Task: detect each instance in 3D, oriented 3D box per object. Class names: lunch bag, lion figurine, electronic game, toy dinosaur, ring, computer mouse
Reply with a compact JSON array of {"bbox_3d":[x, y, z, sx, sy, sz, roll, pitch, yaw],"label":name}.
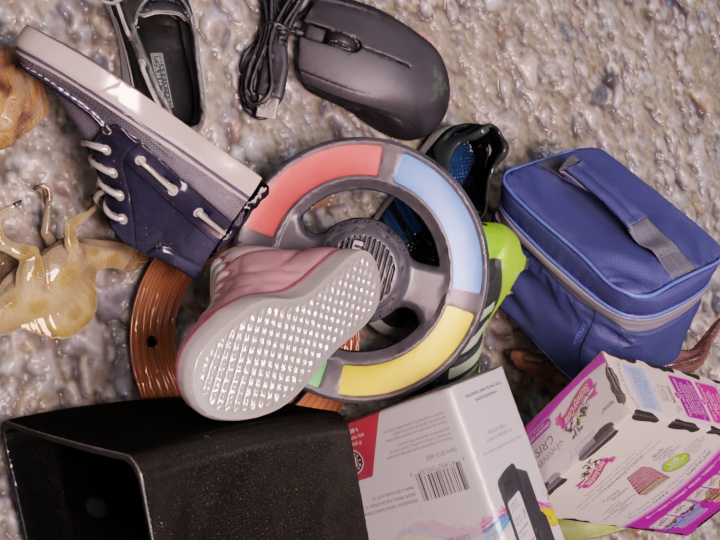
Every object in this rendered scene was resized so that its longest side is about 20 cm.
[{"bbox_3d":[0.197,-0.017,0.944,0.135,0.200,0.133,-20,140,-33],"label":"lunch bag"},{"bbox_3d":[-0.296,-0.095,0.712,0.197,0.073,0.124,-4,55,-26],"label":"lion figurine"},{"bbox_3d":[0.000,0.000,0.843,0.197,0.042,0.203,0,93,0],"label":"electronic game"},{"bbox_3d":[0.242,0.092,0.996,0.136,0.198,0.087,45,28,-63],"label":"toy dinosaur"},{"bbox_3d":[-0.087,0.052,0.866,0.198,0.019,0.204,3,85,-31],"label":"ring"},{"bbox_3d":[-0.228,0.006,0.757,0.199,0.058,0.102,-36,106,-29],"label":"toy dinosaur"},{"bbox_3d":[0.003,-0.169,0.919,0.198,0.052,0.141,17,77,-30],"label":"computer mouse"}]

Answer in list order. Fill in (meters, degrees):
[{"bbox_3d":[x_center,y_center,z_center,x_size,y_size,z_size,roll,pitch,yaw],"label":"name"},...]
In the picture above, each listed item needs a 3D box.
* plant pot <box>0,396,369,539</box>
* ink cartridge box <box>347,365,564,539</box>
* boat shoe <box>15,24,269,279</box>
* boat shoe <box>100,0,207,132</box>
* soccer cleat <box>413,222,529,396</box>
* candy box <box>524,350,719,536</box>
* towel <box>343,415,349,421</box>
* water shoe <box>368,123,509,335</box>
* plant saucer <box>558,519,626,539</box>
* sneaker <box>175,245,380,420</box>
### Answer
[{"bbox_3d":[-0.103,0.178,0.743,0.176,0.198,0.203,-18,101,-39],"label":"plant pot"},{"bbox_3d":[0.067,0.195,0.843,0.082,0.145,0.203,-12,80,-53],"label":"ink cartridge box"},{"bbox_3d":[-0.162,-0.074,0.755,0.199,0.075,0.093,34,91,-22],"label":"boat shoe"},{"bbox_3d":[-0.153,-0.195,0.812,0.073,0.068,0.202,-8,91,-32],"label":"boat shoe"},{"bbox_3d":[0.070,0.053,0.912,0.080,0.067,0.202,10,105,-33],"label":"soccer cleat"},{"bbox_3d":[0.229,0.144,0.885,0.198,0.137,0.061,14,40,-33],"label":"candy box"},{"bbox_3d":[0.017,0.224,0.908,0.201,0.018,0.086,60,36,-13],"label":"towel"},{"bbox_3d":[0.058,-0.042,0.929,0.071,0.079,0.202,32,70,-26],"label":"water shoe"},{"bbox_3d":[0.223,0.171,0.980,0.198,0.201,0.031,12,40,-31],"label":"plant saucer"},{"bbox_3d":[-0.078,0.036,0.742,0.200,0.103,0.076,-34,122,-51],"label":"sneaker"}]
